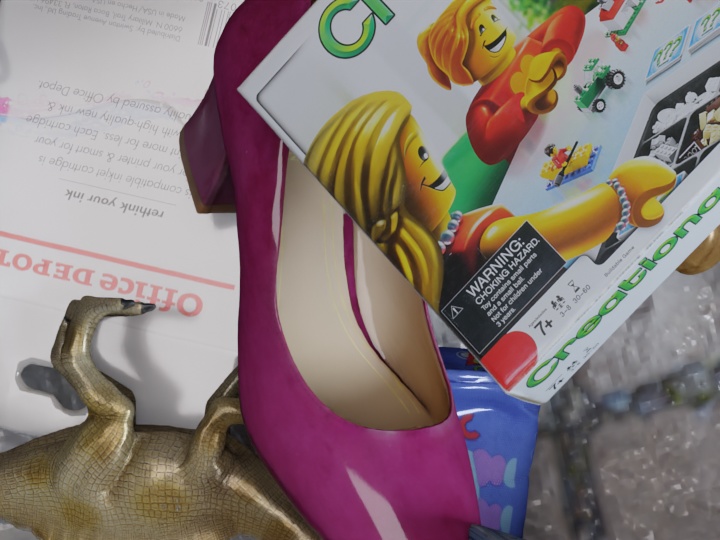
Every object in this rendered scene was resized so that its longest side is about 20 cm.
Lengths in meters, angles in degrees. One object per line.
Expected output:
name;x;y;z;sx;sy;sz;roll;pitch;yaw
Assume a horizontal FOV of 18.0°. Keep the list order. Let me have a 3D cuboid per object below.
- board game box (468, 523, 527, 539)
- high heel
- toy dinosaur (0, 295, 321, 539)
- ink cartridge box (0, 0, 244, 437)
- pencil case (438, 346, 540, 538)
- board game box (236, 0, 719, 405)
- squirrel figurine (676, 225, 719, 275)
board game box;0.108;0.159;0.668;0.199;0.062;0.201;-17;103;-16
high heel;0.000;0.000;0.688;0.067;0.096;0.201;-8;59;-37
toy dinosaur;-0.083;0.060;0.733;0.199;0.058;0.102;3;86;10
ink cartridge box;-0.077;-0.036;0.805;0.116;0.067;0.201;13;86;5
pencil case;0.008;0.124;0.780;0.086;0.078;0.201;10;85;-12
board game box;0.074;-0.078;0.630;0.200;0.035;0.126;-47;66;10
squirrel figurine;0.069;-0.091;0.746;0.186;0.141;0.201;-17;90;42
